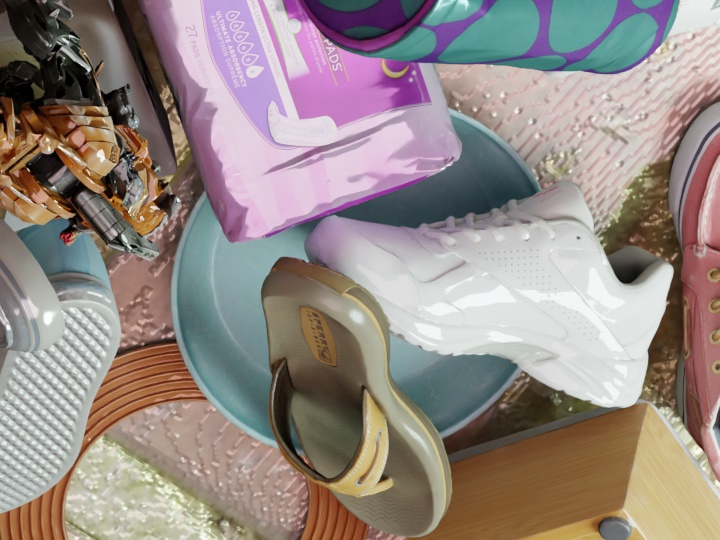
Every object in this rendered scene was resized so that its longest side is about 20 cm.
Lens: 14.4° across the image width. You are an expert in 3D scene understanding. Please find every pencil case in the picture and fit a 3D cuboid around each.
[{"bbox_3d":[0.060,-0.136,1.277,0.085,0.200,0.093,-12,82,37],"label":"pencil case"}]

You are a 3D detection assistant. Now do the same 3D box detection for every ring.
[{"bbox_3d":[-0.091,0.129,1.508,0.200,0.019,0.201,-4,116,-7],"label":"ring"}]

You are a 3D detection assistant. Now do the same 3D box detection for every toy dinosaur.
[{"bbox_3d":[-0.138,-0.067,1.242,0.102,0.136,0.200,-32,161,-10],"label":"toy dinosaur"}]

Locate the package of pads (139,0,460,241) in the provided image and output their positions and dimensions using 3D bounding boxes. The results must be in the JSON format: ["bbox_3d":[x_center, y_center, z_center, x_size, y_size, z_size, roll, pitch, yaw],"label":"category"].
[{"bbox_3d":[-0.040,-0.126,1.328,0.120,0.076,0.200,-20,103,-3],"label":"package of pads"}]

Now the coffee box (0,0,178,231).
[{"bbox_3d":[-0.172,-0.127,1.333,0.113,0.080,0.200,-19,118,1],"label":"coffee box"}]

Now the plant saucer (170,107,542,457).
[{"bbox_3d":[0.000,0.000,1.446,0.199,0.036,0.200,-5,115,-11],"label":"plant saucer"}]

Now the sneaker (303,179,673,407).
[{"bbox_3d":[0.066,-0.006,1.406,0.200,0.078,0.100,17,102,-29],"label":"sneaker"}]

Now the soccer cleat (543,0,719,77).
[{"bbox_3d":[0.179,-0.144,1.393,0.200,0.069,0.085,-37,108,4],"label":"soccer cleat"}]

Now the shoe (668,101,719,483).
[{"bbox_3d":[0.201,0.018,1.462,0.071,0.091,0.201,-4,117,-8],"label":"shoe"}]

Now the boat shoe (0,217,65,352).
[{"bbox_3d":[-0.224,-0.009,1.324,0.071,0.201,0.070,-39,147,-31],"label":"boat shoe"}]

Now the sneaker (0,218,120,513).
[{"bbox_3d":[-0.171,0.047,1.432,0.074,0.082,0.200,12,136,-27],"label":"sneaker"}]

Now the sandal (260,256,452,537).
[{"bbox_3d":[-0.012,0.072,1.391,0.080,0.054,0.200,12,146,25],"label":"sandal"}]

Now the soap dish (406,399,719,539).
[{"bbox_3d":[0.129,0.170,1.503,0.157,0.081,0.200,-19,123,29],"label":"soap dish"}]
